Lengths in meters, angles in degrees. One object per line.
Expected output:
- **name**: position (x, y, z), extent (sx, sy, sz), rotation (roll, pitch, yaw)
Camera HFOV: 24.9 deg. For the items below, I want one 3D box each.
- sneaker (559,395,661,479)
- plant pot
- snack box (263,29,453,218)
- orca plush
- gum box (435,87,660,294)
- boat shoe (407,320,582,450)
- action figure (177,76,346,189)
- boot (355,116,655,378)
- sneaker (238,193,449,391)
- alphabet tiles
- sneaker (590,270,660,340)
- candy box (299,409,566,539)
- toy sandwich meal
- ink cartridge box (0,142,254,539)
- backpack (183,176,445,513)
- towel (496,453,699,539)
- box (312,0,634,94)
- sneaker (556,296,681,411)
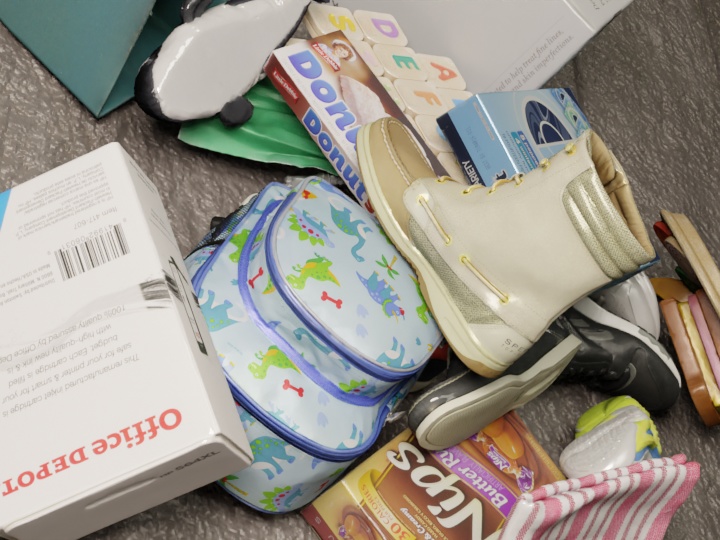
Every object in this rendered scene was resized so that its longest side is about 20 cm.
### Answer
- **sneaker**: position (0.211, 0.161, 1.259), extent (0.105, 0.076, 0.200), rotation (61, 16, -1)
- **plant pot**: position (-0.205, -0.247, 1.206), extent (0.200, 0.142, 0.141), rotation (39, 39, 6)
- **snack box**: position (0.012, -0.088, 1.196), extent (0.072, 0.024, 0.200), rotation (-24, 72, -38)
- **orca plush**: position (-0.111, -0.176, 1.212), extent (0.200, 0.071, 0.105), rotation (-59, 134, -28)
- **gum box**: position (0.155, -0.062, 1.304), extent (0.200, 0.044, 0.170), rotation (-13, 75, -62)
- **boat shoe**: position (0.086, 0.074, 1.176), extent (0.068, 0.072, 0.200), rotation (46, 35, 13)
- **action figure**: position (-0.038, -0.101, 1.264), extent (0.199, 0.055, 0.118), rotation (18, 48, -7)
- **boot**: position (0.094, -0.051, 1.086), extent (0.072, 0.155, 0.200), rotation (7, 50, -56)
- **sneaker**: position (0.000, 0.000, 1.225), extent (0.200, 0.084, 0.075), rotation (40, 40, -10)
- **alphabet tiles**: position (0.028, -0.135, 1.290), extent (0.195, 0.015, 0.200), rotation (1, 49, -41)
- **sneaker**: position (0.181, -0.003, 1.421), extent (0.099, 0.075, 0.200), rotation (-35, 88, -26)
- **candy box**: position (0.060, 0.165, 1.169), extent (0.117, 0.056, 0.200), rotation (53, 41, 5)
- **toy sandwich meal**: position (0.295, 0.044, 1.437), extent (0.206, 0.070, 0.205), rotation (60, 8, -15)
- **ink cartridge box**: position (-0.168, 0.048, 0.977), extent (0.084, 0.146, 0.201), rotation (58, 10, -68)
- **backpack**: position (-0.045, 0.045, 1.098), extent (0.183, 0.147, 0.200), rotation (42, 39, -7)
- **towel**: position (0.154, 0.207, 1.152), extent (0.200, 0.147, 0.030), rotation (-5, 33, -44)
- **box**: position (0.100, -0.240, 1.422), extent (0.200, 0.199, 0.131), rotation (49, 40, 0)
- **sneaker**: position (0.172, 0.070, 1.352), extent (0.200, 0.076, 0.088), rotation (37, 55, -7)
